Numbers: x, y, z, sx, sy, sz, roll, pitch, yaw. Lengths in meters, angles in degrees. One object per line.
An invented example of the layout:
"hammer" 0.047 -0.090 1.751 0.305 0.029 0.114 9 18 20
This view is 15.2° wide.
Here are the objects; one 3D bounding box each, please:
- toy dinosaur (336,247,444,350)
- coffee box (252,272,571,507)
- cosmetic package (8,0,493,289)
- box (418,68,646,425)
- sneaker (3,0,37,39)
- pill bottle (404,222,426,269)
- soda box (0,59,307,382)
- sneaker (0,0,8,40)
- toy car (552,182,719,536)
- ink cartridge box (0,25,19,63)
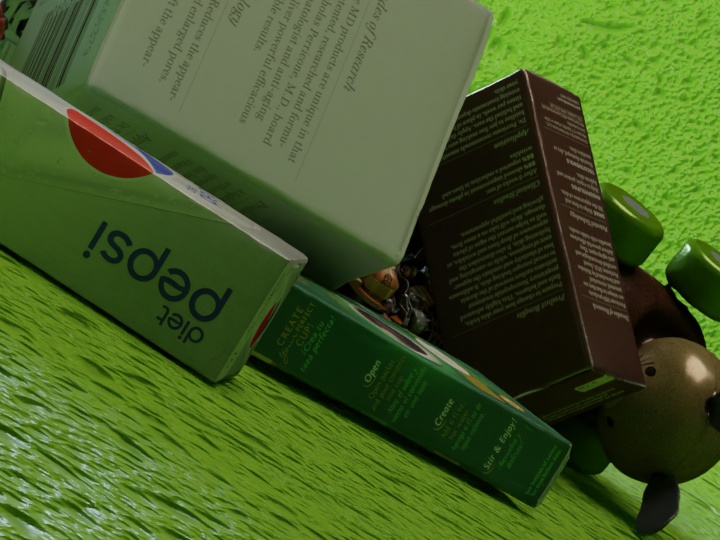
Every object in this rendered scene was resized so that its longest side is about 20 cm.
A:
"toy dinosaur" 0.000 0.000 1.648 0.200 0.102 0.136 58 6 -38
"coffee box" 0.005 0.048 1.415 0.199 0.044 0.123 30 3 -30
"cosmetic package" -0.069 -0.104 1.465 0.199 0.166 0.165 30 -22 -23
"box" 0.098 -0.010 1.645 0.075 0.100 0.201 21 53 -51
"sneaker" -0.190 -0.145 1.620 0.200 0.109 0.070 41 -40 -11
"pill bottle" 0.074 0.016 1.818 0.112 0.112 0.200 35 5 32
"soda box" -0.126 -0.031 1.229 0.199 0.068 0.063 33 5 6
"sneaker" -0.278 -0.189 1.481 0.201 0.082 0.078 56 -22 -18
"toy car" 0.174 0.075 1.675 0.157 0.165 0.200 29 17 -29
"ink cartridge box" -0.193 -0.134 1.747 0.199 0.068 0.117 33 19 4
